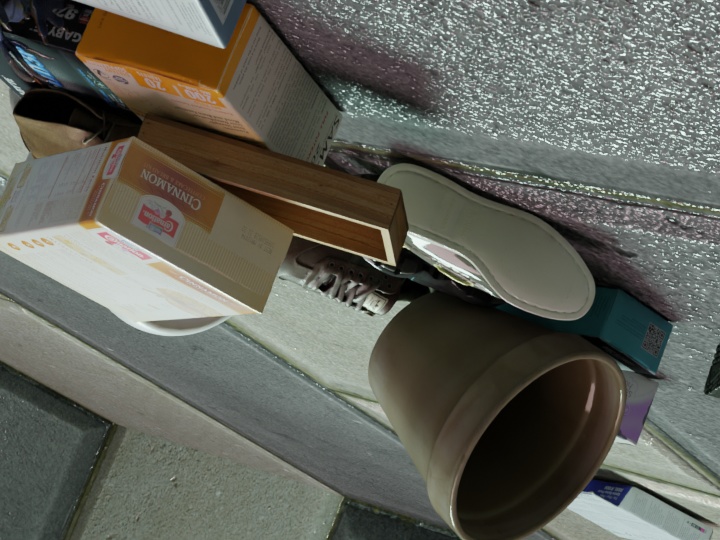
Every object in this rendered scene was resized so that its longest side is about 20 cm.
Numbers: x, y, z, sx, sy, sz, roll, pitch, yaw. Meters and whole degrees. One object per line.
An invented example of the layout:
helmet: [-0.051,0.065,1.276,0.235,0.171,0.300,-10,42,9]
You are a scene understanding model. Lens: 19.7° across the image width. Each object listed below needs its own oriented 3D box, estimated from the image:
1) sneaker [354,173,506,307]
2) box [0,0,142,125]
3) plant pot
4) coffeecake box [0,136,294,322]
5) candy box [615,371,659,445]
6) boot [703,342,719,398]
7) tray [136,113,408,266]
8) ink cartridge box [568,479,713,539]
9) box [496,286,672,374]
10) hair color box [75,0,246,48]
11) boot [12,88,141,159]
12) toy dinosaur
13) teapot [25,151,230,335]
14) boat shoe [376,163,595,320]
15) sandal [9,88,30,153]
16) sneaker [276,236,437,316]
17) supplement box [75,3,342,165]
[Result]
sneaker: [0.042,-0.021,1.782,0.199,0.076,0.079,30,168,-29]
box: [-0.237,-0.171,1.701,0.158,0.046,0.200,18,167,21]
plant pot: [0.103,0.110,1.813,0.173,0.200,0.200,41,-179,37]
coffeecake box: [-0.172,-0.027,1.582,0.153,0.073,0.200,31,161,-29]
candy box: [0.171,0.105,2.091,0.167,0.072,0.200,30,166,-29]
boot: [0.374,0.096,1.743,0.130,0.068,0.200,18,175,-2]
tray: [-0.065,-0.060,1.552,0.199,0.037,0.099,16,166,9]
ink cartridge box: [0.334,0.310,2.753,0.199,0.043,0.196,31,167,-25]
box: [0.179,0.046,1.877,0.082,0.049,0.199,32,165,-36]
hair color box: [-0.177,-0.217,1.363,0.199,0.061,0.099,19,167,14]
boot: [-0.203,-0.098,1.694,0.199,0.074,0.076,17,157,30]
toy dinosaur: [-0.294,-0.191,1.575,0.105,0.201,0.181,-20,-164,-35]
teapot: [-0.179,-0.049,1.850,0.146,0.197,0.201,41,152,45]
boat shoe: [0.099,-0.021,1.693,0.201,0.072,0.060,30,169,-4]
sandal: [-0.258,-0.105,1.913,0.059,0.080,0.206,-25,142,30]
sneaker: [0.000,0.000,1.815,0.199,0.076,0.070,1,142,-44]
supplement box: [-0.109,-0.137,1.552,0.125,0.074,0.200,16,167,24]
